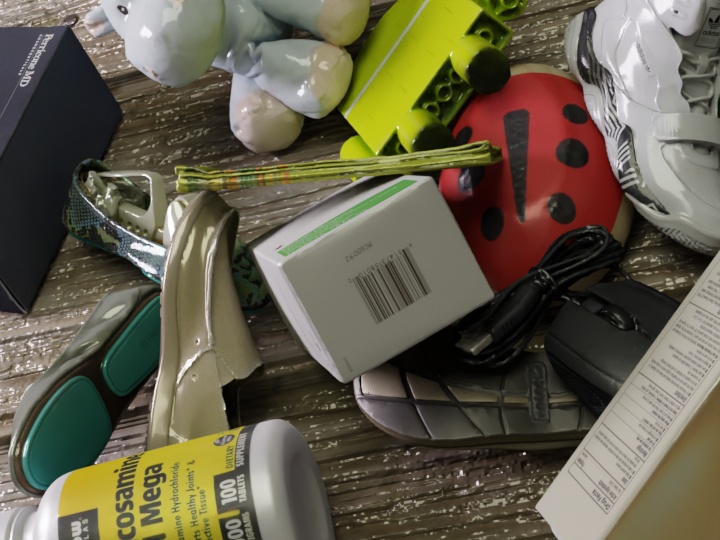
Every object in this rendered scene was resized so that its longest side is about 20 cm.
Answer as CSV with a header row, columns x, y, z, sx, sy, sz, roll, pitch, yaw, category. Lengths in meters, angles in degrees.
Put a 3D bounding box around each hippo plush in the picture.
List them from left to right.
x,y,z,sx,sy,sz,roll,pitch,yaw,category
-0.100,-0.200,1.265,0.159,0.160,0.201,-49,46,23,hippo plush

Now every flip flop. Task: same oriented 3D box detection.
x,y,z,sx,sy,sz,roll,pitch,yaw,category
0.095,0.080,1.072,0.198,0.058,0.082,1,61,3,flip flop

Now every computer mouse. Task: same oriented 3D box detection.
x,y,z,sx,sy,sz,roll,pitch,yaw,category
0.163,0.055,1.020,0.138,0.053,0.200,-36,66,-26,computer mouse

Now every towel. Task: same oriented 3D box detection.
x,y,z,sx,sy,sz,roll,pitch,yaw,category
-0.012,-0.067,1.100,0.199,0.086,0.018,-4,96,9,towel

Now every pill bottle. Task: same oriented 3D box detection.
x,y,z,sx,sy,sz,roll,pitch,yaw,category
-0.123,0.166,1.053,0.199,0.113,0.113,-16,49,11,pill bottle

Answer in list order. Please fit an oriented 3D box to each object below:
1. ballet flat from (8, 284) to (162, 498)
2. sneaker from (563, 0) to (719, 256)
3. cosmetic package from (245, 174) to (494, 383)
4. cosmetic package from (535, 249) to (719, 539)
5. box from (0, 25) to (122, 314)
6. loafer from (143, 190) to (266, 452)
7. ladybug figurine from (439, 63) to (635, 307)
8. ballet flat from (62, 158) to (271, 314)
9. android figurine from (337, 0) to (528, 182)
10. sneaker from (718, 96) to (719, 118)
x,y,z,sx,sy,sz,roll,pitch,yaw,category
-0.187,0.081,1.159,0.063,0.068,0.200,-4,32,32,ballet flat
0.208,-0.115,1.112,0.115,0.075,0.201,-47,53,39,sneaker
0.000,0.000,1.079,0.107,0.085,0.200,-30,9,-7,cosmetic package
0.186,0.078,0.918,0.200,0.071,0.105,-55,12,5,cosmetic package
-0.311,-0.081,1.329,0.181,0.104,0.201,4,56,26,box
-0.095,0.049,1.138,0.068,0.076,0.202,6,86,6,loafer
0.114,-0.064,1.160,0.135,0.072,0.201,-14,50,12,ladybug figurine
-0.140,-0.031,1.234,0.199,0.074,0.074,22,64,33,ballet flat
0.044,-0.139,1.221,0.183,0.041,0.200,-55,23,8,android figurine
0.249,-0.156,1.165,0.074,0.084,0.200,-22,49,-7,sneaker
